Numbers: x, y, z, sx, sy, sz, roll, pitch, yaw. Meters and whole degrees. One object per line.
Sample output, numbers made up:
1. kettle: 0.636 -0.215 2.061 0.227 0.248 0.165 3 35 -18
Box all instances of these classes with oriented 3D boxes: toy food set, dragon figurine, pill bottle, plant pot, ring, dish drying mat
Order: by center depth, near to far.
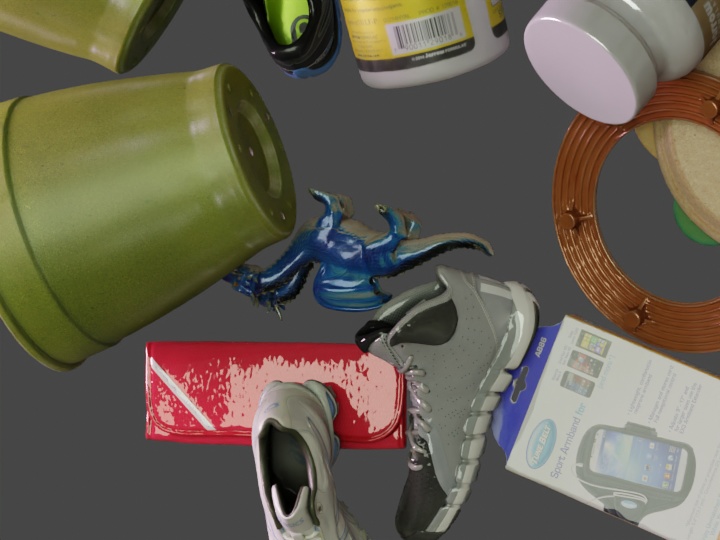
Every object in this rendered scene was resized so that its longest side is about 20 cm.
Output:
1. pill bottle: 0.204 -0.200 1.604 0.115 0.116 0.200 36 69 12
2. ring: 0.216 -0.039 1.646 0.199 0.019 0.202 11 110 32
3. toy food set: 0.297 -0.098 1.652 0.199 0.049 0.199 -28 83 12
4. pill bottle: 0.030 -0.237 1.662 0.110 0.111 0.201 -10 106 14
5. plant pot: -0.155 -0.054 1.686 0.192 0.200 0.202 -19 85 15
6. plant pot: -0.218 -0.244 1.718 0.192 0.200 0.201 32 97 2
7. dragon figurine: 0.000 0.000 1.721 0.199 0.059 0.100 13 93 15
8. dish drying mat: -0.063 0.091 1.758 0.198 0.018 0.077 1 89 15

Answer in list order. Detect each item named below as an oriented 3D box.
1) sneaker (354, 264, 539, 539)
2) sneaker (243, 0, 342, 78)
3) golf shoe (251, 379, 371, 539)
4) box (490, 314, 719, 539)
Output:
1. sneaker: 0.037 0.087 1.679 0.115 0.075 0.201 21 95 -21
2. sneaker: -0.059 -0.239 1.727 0.070 0.083 0.201 -13 86 14
3. golf shoe: -0.043 0.181 1.705 0.078 0.097 0.201 -13 97 15
4. box: 0.194 0.114 1.681 0.199 0.041 0.120 23 95 16
